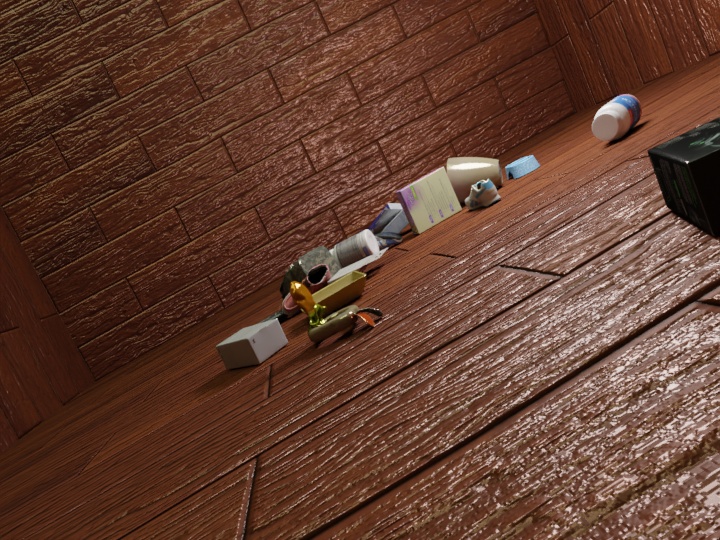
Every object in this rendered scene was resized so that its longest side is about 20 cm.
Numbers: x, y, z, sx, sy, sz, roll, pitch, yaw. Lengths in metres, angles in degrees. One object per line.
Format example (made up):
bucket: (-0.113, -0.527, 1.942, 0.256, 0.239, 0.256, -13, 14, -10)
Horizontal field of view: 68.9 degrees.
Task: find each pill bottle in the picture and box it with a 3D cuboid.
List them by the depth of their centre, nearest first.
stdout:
pill bottle: (0.810, -0.480, 1.667, 0.198, 0.115, 0.111, -35, 11, -39)
pill bottle: (-0.034, -0.064, 1.996, 0.195, 0.117, 0.114, -24, 7, 21)

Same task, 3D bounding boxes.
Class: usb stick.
usb stick: (-0.326, 0.185, 1.715, 0.195, 0.033, 0.055, -29, 6, -4)

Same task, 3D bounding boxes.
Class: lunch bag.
lunch bag: (-0.191, 0.027, 1.922, 0.167, 0.141, 0.199, -42, -4, 37)

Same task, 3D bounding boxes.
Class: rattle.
rattle: (-0.052, 0.065, 1.104, 0.126, 0.149, 0.199, -9, -10, -31)

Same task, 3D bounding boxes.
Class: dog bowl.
dog bowl: (0.642, -0.413, 2.099, 0.109, 0.051, 0.200, -28, 8, 3)

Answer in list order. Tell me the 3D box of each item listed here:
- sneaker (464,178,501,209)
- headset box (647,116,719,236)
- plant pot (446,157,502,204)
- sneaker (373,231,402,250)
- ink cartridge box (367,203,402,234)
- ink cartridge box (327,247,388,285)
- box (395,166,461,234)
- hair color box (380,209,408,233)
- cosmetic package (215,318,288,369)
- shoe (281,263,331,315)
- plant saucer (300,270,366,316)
sneaker: (0.414, -0.264, 1.812, 0.075, 0.083, 0.199, -30, 6, -13)
headset box: (0.476, -0.138, 0.642, 0.170, 0.095, 0.200, -25, 8, 20)
plant pot: (0.459, -0.371, 2.083, 0.193, 0.195, 0.187, -9, 14, 24)
sneaker: (0.073, -0.105, 2.065, 0.192, 0.080, 0.076, -6, 11, 20)
ink cartridge box: (0.100, -0.212, 2.306, 0.197, 0.041, 0.201, -10, -35, -52)
ink cartridge box: (0.000, 0.000, 1.717, 0.194, 0.052, 0.161, -23, 9, 19)
box: (0.261, -0.267, 2.023, 0.195, 0.181, 0.097, -28, 7, -6)
hair color box: (0.179, -0.217, 2.238, 0.200, 0.061, 0.099, -46, 2, 18)
cosmetic package: (-0.281, 0.191, 1.345, 0.100, 0.073, 0.197, -33, 8, -38)
shoe: (-0.177, 0.058, 1.685, 0.198, 0.072, 0.092, -38, -19, -14)
plant saucer: (-0.075, 0.074, 1.467, 0.195, 0.050, 0.200, -30, 7, -8)
